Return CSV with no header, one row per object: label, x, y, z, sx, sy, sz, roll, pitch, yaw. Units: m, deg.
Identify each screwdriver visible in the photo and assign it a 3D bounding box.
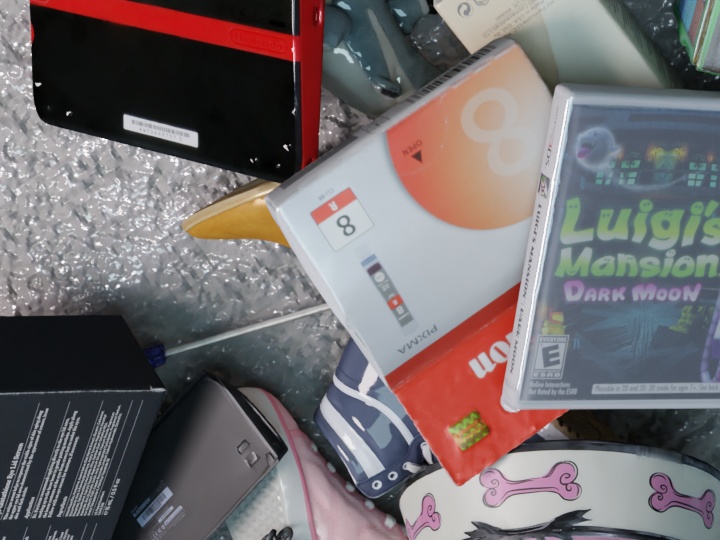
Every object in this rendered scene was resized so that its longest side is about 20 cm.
screwdriver,-0.105,0.044,1.400,0.200,0.028,0.029,-19,137,12

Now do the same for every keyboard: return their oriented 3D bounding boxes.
keyboard,-0.108,0.164,1.408,0.127,0.021,0.200,52,122,15

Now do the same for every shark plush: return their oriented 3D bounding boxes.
shark plush,0.021,-0.133,1.315,0.200,0.091,0.083,35,77,-5

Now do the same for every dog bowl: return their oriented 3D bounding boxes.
dog bowl,0.122,0.167,1.354,0.200,0.200,0.074,0,65,0

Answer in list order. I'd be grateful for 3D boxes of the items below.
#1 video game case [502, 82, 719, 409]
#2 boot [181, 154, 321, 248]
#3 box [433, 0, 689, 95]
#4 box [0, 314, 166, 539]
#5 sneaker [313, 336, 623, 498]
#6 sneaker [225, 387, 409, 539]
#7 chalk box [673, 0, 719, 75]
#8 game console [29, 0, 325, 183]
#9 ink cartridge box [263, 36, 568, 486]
video game case,0.185,-0.010,1.258,0.200,0.023,0.182,1,109,-21
boot,0.001,0.000,1.330,0.201,0.071,0.144,-18,101,29
box,0.132,-0.108,1.305,0.078,0.095,0.200,-35,104,14
box,-0.218,0.126,1.361,0.141,0.079,0.200,-1,128,-35
sneaker,0.067,0.108,1.397,0.200,0.070,0.109,32,103,-3
sneaker,-0.017,0.160,1.426,0.075,0.105,0.200,-30,80,52
chalk box,0.245,-0.172,1.263,0.200,0.124,0.125,14,111,-3
game console,-0.106,-0.150,1.284,0.200,0.031,0.177,15,118,30
ink cartridge box,0.066,-0.001,1.243,0.162,0.050,0.200,-35,100,-5
